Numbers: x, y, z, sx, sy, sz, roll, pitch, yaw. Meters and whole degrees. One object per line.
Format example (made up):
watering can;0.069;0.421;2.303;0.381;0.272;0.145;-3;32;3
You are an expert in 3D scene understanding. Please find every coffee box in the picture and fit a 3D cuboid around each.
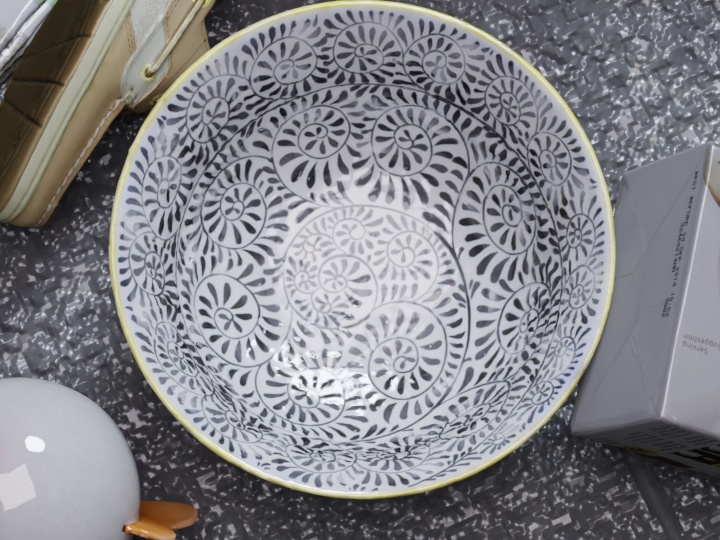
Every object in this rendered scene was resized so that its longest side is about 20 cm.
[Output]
coffee box;0.196;0.036;1.172;0.200;0.080;0.113;18;76;-20

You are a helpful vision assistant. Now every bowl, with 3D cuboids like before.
bowl;0.000;0.000;1.200;0.201;0.094;0.201;0;77;-1

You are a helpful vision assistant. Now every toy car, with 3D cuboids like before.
toy car;-0.164;0.081;1.171;0.200;0.177;0.184;16;91;-27

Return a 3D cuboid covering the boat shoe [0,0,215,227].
boat shoe;-0.090;-0.099;1.231;0.066;0.074;0.200;31;86;-24

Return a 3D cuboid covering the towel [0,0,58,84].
towel;-0.223;-0.110;1.251;0.149;0.031;0.200;40;80;6
